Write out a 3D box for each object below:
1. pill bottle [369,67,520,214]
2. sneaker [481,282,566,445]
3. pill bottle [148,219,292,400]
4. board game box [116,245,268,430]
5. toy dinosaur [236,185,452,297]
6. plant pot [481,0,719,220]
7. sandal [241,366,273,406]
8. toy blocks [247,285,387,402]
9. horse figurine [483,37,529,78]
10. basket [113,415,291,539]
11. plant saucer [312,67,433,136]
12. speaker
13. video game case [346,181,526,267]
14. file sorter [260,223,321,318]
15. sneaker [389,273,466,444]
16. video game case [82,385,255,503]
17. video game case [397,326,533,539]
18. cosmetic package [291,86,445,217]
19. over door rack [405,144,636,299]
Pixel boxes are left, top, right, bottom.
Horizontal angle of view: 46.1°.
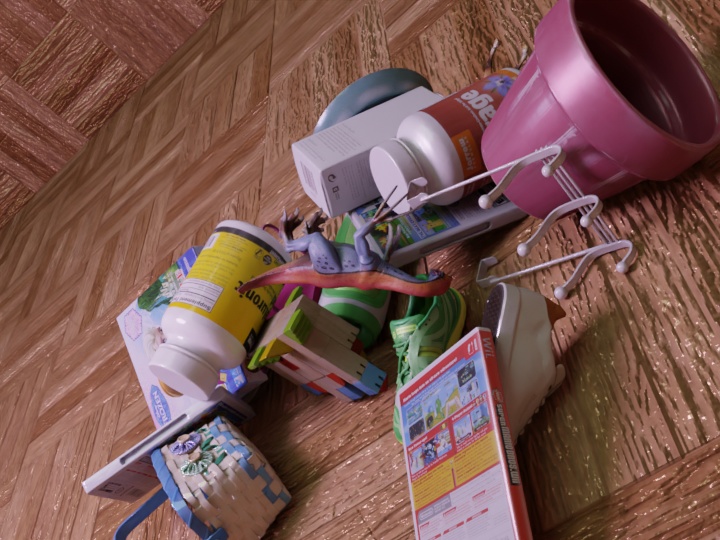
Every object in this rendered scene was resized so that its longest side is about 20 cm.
[{"bbox_3d":[0.114,-0.145,0.978,0.199,0.113,0.112,-29,25,-17],"label":"pill bottle"},{"bbox_3d":[0.143,0.118,0.763,0.073,0.084,0.202,-176,100,-78],"label":"sneaker"},{"bbox_3d":[-0.170,0.049,1.019,0.111,0.111,0.201,-7,49,51],"label":"pill bottle"},{"bbox_3d":[-0.234,0.103,1.144,0.199,0.041,0.202,-38,69,33],"label":"board game box"},{"bbox_3d":[0.000,0.000,0.904,0.181,0.105,0.201,41,101,26],"label":"toy dinosaur"},{"bbox_3d":[0.223,-0.151,0.844,0.179,0.199,0.202,-43,26,44],"label":"plant pot"},{"bbox_3d":[-0.186,0.158,1.182,0.199,0.054,0.081,-29,33,36],"label":"sandal"},{"bbox_3d":[-0.044,0.100,0.977,0.101,0.136,0.200,-62,13,-23],"label":"toy blocks"},{"bbox_3d":[0.202,-0.229,1.079,0.199,0.050,0.134,25,89,54],"label":"horse figurine"},{"bbox_3d":[-0.193,0.276,0.973,0.200,0.139,0.176,-47,28,-11],"label":"basket"},{"bbox_3d":[0.024,-0.180,1.151,0.200,0.200,0.028,-44,53,11],"label":"plant saucer"},{"bbox_3d":[0.004,-0.004,1.071,0.088,0.088,0.202,-22,40,40],"label":"speaker"},{"bbox_3d":[0.078,-0.085,1.030,0.180,0.022,0.200,-21,35,-6],"label":"video game case"},{"bbox_3d":[-0.170,0.043,1.219,0.199,0.125,0.140,-28,35,34],"label":"file sorter"},{"bbox_3d":[0.058,0.091,0.889,0.074,0.083,0.202,-24,39,37],"label":"sneaker"},{"bbox_3d":[-0.234,0.222,1.065,0.199,0.143,0.018,-35,69,-4],"label":"video game case"},{"bbox_3d":[0.084,0.170,0.730,0.143,0.017,0.202,-47,41,47],"label":"video game case"},{"bbox_3d":[0.024,-0.151,1.062,0.198,0.075,0.102,-24,36,-13],"label":"cosmetic package"},{"bbox_3d":[0.151,-0.038,0.844,0.199,0.148,0.067,-9,43,49],"label":"over door rack"}]
